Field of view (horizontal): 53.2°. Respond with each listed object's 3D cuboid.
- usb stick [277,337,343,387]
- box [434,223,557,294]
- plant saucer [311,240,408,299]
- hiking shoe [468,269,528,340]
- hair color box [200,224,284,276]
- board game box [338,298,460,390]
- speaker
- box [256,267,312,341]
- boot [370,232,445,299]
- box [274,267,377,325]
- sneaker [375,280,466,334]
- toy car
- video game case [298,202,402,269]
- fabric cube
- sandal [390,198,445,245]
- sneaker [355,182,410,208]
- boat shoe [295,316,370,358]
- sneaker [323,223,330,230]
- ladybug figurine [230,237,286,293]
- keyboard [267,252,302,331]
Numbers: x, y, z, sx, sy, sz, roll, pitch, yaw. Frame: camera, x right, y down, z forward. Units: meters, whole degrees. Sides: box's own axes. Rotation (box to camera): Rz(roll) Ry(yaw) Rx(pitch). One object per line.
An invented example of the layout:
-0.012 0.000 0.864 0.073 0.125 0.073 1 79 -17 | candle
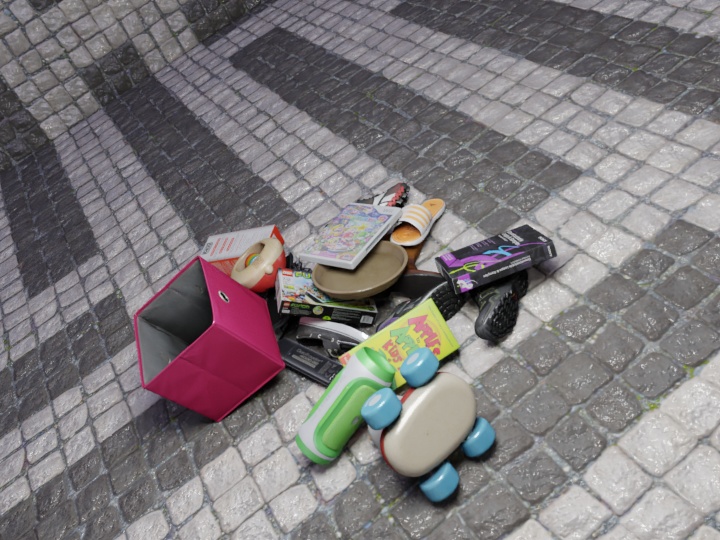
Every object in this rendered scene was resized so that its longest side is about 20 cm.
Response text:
-0.105 0.182 1.426 0.198 0.033 0.055 18 51 43 | usb stick
0.248 -0.025 1.341 0.197 0.037 0.143 -19 18 -2 | box
0.000 0.000 1.432 0.196 0.030 0.201 -12 29 6 | plant saucer
0.240 0.056 1.329 0.099 0.077 0.201 -3 35 37 | hiking shoe
-0.295 -0.045 1.769 0.197 0.062 0.103 -7 43 24 | hair color box
0.069 0.147 1.296 0.198 0.103 0.048 -32 -4 -4 | board game box
-0.026 0.230 1.227 0.201 0.088 0.089 -54 38 9 | speaker
-0.206 0.075 1.590 0.156 0.050 0.201 5 49 36 | box
0.114 -0.014 1.503 0.185 0.069 0.201 -8 31 23 | boot
-0.071 0.052 1.448 0.196 0.035 0.111 8 34 -17 | box
0.110 0.072 1.384 0.199 0.076 0.087 -38 33 -11 | sneaker
0.081 0.241 1.174 0.177 0.185 0.199 -44 12 -19 | toy car
-0.019 -0.077 1.508 0.141 0.018 0.200 9 42 36 | video game case
-0.296 0.136 1.404 0.199 0.199 0.197 -40 43 13 | fabric cube
0.121 -0.122 1.563 0.078 0.060 0.207 5 34 29 | sandal
0.034 -0.140 1.643 0.097 0.071 0.201 33 66 15 | sneaker
-0.053 0.140 1.418 0.198 0.070 0.067 14 76 35 | boat shoe
-0.055 -0.001 1.589 0.073 0.088 0.203 8 55 -19 | sneaker
-0.212 -0.005 1.541 0.136 0.072 0.200 -47 19 -6 | ladybug figurine
-0.155 0.047 1.535 0.104 0.039 0.202 -38 34 26 | keyboard
